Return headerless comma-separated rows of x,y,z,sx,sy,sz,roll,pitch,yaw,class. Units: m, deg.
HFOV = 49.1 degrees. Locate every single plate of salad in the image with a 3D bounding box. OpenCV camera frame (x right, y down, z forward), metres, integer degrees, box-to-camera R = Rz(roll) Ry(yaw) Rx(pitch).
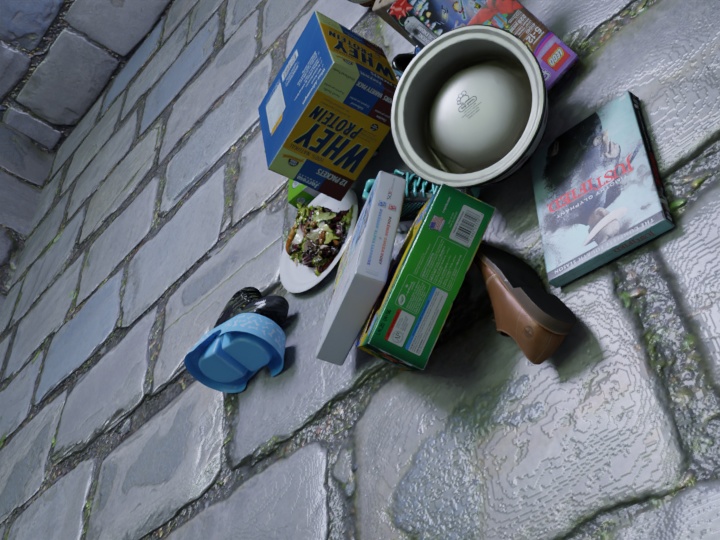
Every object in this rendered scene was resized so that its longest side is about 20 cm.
-0.078,-0.058,1.301,0.200,0.048,0.201,-35,39,34,plate of salad

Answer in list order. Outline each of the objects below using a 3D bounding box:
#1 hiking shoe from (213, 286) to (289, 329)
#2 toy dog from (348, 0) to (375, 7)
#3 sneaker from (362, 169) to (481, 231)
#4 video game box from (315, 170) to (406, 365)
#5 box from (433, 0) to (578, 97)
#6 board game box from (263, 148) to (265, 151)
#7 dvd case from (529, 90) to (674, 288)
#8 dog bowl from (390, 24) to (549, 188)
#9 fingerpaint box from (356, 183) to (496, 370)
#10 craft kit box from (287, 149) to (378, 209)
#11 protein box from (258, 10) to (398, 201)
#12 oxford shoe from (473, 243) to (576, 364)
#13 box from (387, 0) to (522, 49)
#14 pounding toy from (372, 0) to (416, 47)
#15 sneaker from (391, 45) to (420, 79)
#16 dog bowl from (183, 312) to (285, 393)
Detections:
-0.188,0.063,1.327,0.200,0.076,0.101,-26,48,43,hiking shoe
0.027,-0.603,1.524,0.200,0.139,0.194,-33,27,35,toy dog
0.077,-0.102,1.078,0.200,0.091,0.078,-10,57,51,sneaker
0.000,0.000,1.049,0.200,0.047,0.183,116,168,-50,video game box
0.167,-0.248,1.040,0.200,0.137,0.039,-49,-9,18,box
-0.091,-0.286,1.429,0.201,0.048,0.101,-61,31,-3,board game box
0.260,-0.093,0.880,0.146,0.022,0.201,-33,41,36,dvd case
0.141,-0.193,0.975,0.199,0.074,0.201,-4,82,30,dog bowl
0.071,0.014,0.941,0.167,0.073,0.201,125,170,-82,fingerpaint box
-0.049,-0.233,1.411,0.197,0.048,0.201,-38,37,35,craft kit box
-0.052,-0.260,1.243,0.199,0.134,0.200,-53,31,27,protein box
0.163,0.030,0.875,0.200,0.071,0.072,-112,40,-59,oxford shoe
0.151,-0.334,1.082,0.137,0.200,0.040,-44,-4,25,box
0.106,-0.452,1.223,0.142,0.200,0.185,-1,63,55,pounding toy
0.120,-0.307,1.187,0.200,0.090,0.079,0,64,51,sneaker
-0.197,0.130,1.259,0.200,0.111,0.050,-29,29,39,dog bowl
